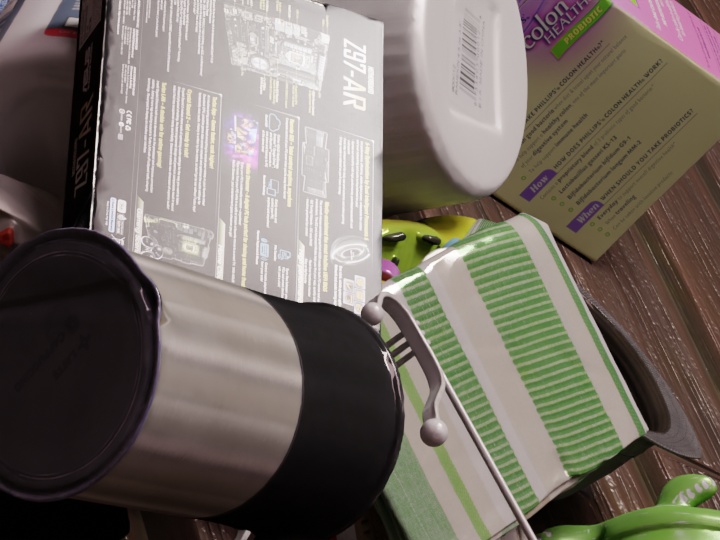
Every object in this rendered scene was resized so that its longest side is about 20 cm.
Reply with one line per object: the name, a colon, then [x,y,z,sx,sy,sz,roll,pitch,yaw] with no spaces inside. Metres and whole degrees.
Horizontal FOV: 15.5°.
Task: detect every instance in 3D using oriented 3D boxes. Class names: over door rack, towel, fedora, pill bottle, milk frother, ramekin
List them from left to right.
pill bottle: [-0.152,-0.107,1.472,0.119,0.120,0.200,39,24,-13]
milk frother: [-0.075,0.106,1.172,0.188,0.181,0.200,17,29,-53]
over door rack: [0.011,0.132,1.277,0.200,0.148,0.067,56,25,7]
ramekin: [0.032,-0.131,1.696,0.200,0.097,0.201,-3,90,-65]
towel: [0.063,0.064,1.417,0.200,0.023,0.153,-29,95,-42]
fedora: [0.115,0.075,1.645,0.177,0.090,0.200,26,23,-39]

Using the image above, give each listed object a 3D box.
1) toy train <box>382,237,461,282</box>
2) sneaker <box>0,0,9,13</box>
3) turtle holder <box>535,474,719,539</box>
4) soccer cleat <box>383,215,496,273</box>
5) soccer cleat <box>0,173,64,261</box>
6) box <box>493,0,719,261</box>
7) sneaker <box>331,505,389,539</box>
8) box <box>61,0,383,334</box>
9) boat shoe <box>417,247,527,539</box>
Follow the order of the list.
toy train: [0.000,0.000,1.552,0.200,0.056,0.150,34,39,19]
sneaker: [-0.240,-0.152,1.465,0.112,0.071,0.200,31,25,-22]
turtle holder: [0.178,0.199,1.486,0.185,0.141,0.132,41,38,-35]
soccer cleat: [0.041,-0.005,1.718,0.084,0.065,0.200,24,13,36]
soccer cleat: [-0.141,0.008,1.371,0.200,0.069,0.078,37,21,-11]
box: [0.153,-0.137,1.949,0.200,0.176,0.097,31,27,-26]
sneaker: [-0.049,0.068,1.424,0.071,0.112,0.201,-5,83,-70]
box: [-0.067,-0.058,1.342,0.160,0.044,0.201,15,56,-23]
boat shoe: [0.053,0.089,1.463,0.075,0.062,0.201,-7,79,-21]
